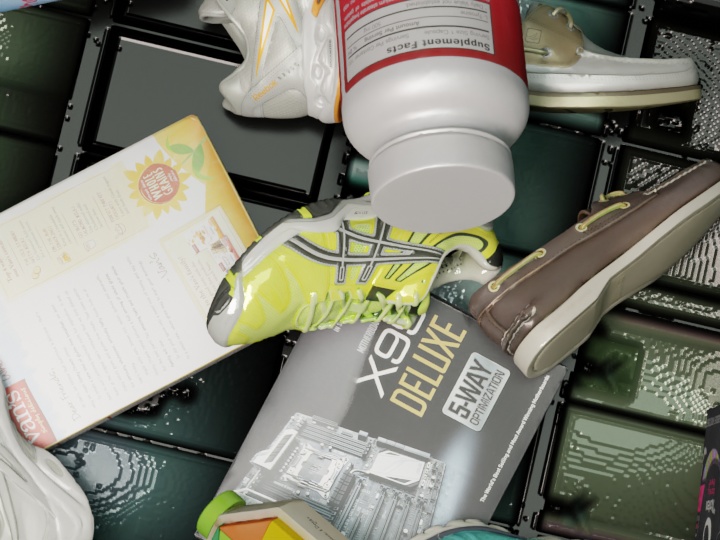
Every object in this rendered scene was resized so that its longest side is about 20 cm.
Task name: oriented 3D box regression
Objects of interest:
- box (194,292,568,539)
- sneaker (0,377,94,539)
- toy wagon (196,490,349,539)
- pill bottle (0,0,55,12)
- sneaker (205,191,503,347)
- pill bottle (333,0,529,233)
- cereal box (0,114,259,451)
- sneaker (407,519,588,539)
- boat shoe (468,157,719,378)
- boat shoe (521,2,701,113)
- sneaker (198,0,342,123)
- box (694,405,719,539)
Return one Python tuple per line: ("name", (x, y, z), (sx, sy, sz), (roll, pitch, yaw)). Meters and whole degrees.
("box", (0.013, 0.112, 1.763), (0.157, 0.050, 0.201), (29, 84, 3))
("sneaker", (-0.249, 0.108, 1.710), (0.200, 0.099, 0.078), (45, 123, 15))
("toy wagon", (-0.056, 0.233, 1.700), (0.155, 0.040, 0.201), (39, 119, 22))
("pill bottle", (-0.212, -0.216, 1.768), (0.199, 0.109, 0.109), (-12, 84, -2))
("sneaker", (0.000, 0.000, 1.704), (0.199, 0.076, 0.077), (-26, 66, -25))
("pill bottle", (0.041, -0.130, 1.697), (0.112, 0.112, 0.201), (-3, 65, -1))
("cereal box", (-0.157, 0.012, 1.776), (0.199, 0.040, 0.144), (-27, 87, -3))
("sneaker", (0.101, 0.191, 1.706), (0.199, 0.080, 0.078), (0, 98, -25))
("boat shoe", (0.152, -0.014, 1.758), (0.200, 0.072, 0.060), (-38, 69, -24))
("boat shoe", (0.112, -0.132, 1.781), (0.199, 0.075, 0.069), (0, 89, 0))
("sneaker", (-0.058, -0.190, 1.788), (0.091, 0.076, 0.201), (-4, 82, 3))
("box", (0.256, 0.184, 1.723), (0.105, 0.122, 0.201), (6, 83, -1))
